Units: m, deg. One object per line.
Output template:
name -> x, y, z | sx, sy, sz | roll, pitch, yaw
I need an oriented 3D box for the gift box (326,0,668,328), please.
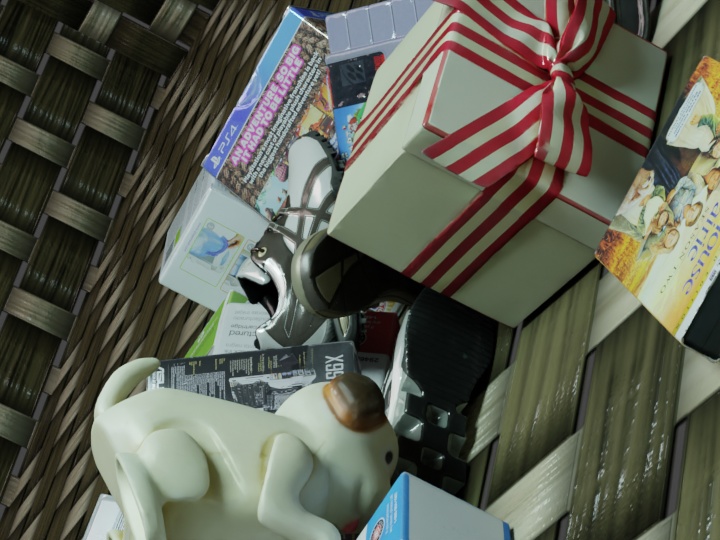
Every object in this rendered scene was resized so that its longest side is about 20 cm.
gift box -> 0.085, -0.092, 1.356 | 0.187, 0.198, 0.186 | -44, 29, 52

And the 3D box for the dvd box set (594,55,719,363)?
dvd box set -> 0.203, -0.041, 1.154 | 0.147, 0.029, 0.200 | -62, 13, 10

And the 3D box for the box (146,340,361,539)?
box -> -0.073, 0.156, 1.421 | 0.050, 0.156, 0.202 | 72, -168, -63

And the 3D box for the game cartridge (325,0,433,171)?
game cartridge -> 0.040, -0.112, 1.553 | 0.038, 0.128, 0.202 | -3, -97, -65

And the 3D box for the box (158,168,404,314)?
box -> -0.065, -0.007, 1.752 | 0.102, 0.199, 0.113 | -58, 13, 20

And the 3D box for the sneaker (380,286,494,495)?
sneaker -> 0.039, 0.097, 1.433 | 0.088, 0.074, 0.201 | -44, 24, 51

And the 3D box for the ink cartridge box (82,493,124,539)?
ink cartridge box -> -0.165, 0.302, 1.586 | 0.177, 0.083, 0.200 | -70, -27, -21

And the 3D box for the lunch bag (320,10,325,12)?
lunch bag -> -0.018, -0.104, 1.824 | 0.201, 0.163, 0.118 | -56, 14, 27

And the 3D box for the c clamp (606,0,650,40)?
c clamp -> 0.130, -0.219, 1.472 | 0.027, 0.169, 0.202 | 51, -151, -66

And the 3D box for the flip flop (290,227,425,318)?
flip flop -> 0.000, 0.000, 1.454 | 0.057, 0.082, 0.199 | -18, -1, 32

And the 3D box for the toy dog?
toy dog -> -0.070, 0.139, 1.319 | 0.195, 0.198, 0.140 | -117, 25, -43

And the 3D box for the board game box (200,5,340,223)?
board game box -> -0.004, -0.096, 1.651 | 0.160, 0.200, 0.097 | -58, -23, 18

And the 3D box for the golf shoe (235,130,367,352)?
golf shoe -> -0.052, -0.023, 1.541 | 0.078, 0.093, 0.202 | 97, 167, -56

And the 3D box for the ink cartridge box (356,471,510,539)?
ink cartridge box -> 0.011, 0.252, 1.229 | 0.201, 0.084, 0.146 | -59, 14, 25

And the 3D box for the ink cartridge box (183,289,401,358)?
ink cartridge box -> -0.052, 0.070, 1.677 | 0.200, 0.147, 0.076 | -54, 15, 34

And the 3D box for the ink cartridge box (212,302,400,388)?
ink cartridge box -> -0.051, 0.128, 1.535 | 0.084, 0.143, 0.201 | 82, -165, -46
